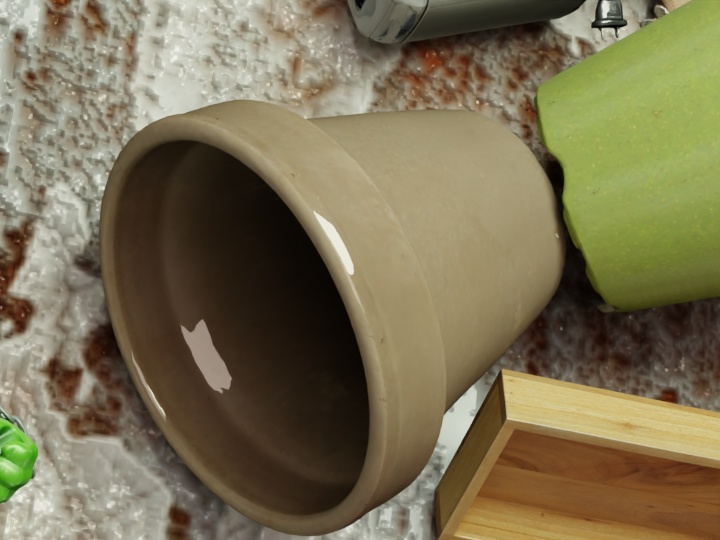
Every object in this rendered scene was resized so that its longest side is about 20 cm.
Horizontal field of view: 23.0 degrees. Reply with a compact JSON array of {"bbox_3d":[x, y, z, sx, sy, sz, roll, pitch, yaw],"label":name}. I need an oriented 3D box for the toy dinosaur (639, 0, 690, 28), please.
[{"bbox_3d":[0.189,-0.190,0.994,0.200,0.086,0.136,59,24,-16],"label":"toy dinosaur"}]

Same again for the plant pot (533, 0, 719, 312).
[{"bbox_3d":[0.193,-0.065,0.875,0.189,0.200,0.201,-19,81,14],"label":"plant pot"}]

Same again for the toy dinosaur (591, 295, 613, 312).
[{"bbox_3d":[0.215,-0.026,0.976,0.088,0.047,0.200,40,72,1],"label":"toy dinosaur"}]

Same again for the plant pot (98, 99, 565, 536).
[{"bbox_3d":[0.000,0.000,0.846,0.174,0.200,0.201,-26,84,-39],"label":"plant pot"}]

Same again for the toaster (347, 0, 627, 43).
[{"bbox_3d":[0.051,-0.201,0.937,0.129,0.114,0.201,-14,83,-15],"label":"toaster"}]

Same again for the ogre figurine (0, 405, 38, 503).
[{"bbox_3d":[-0.250,0.080,0.781,0.200,0.098,0.120,-28,76,24],"label":"ogre figurine"}]

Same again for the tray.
[{"bbox_3d":[0.147,0.110,0.890,0.199,0.099,0.037,11,43,-14],"label":"tray"}]
